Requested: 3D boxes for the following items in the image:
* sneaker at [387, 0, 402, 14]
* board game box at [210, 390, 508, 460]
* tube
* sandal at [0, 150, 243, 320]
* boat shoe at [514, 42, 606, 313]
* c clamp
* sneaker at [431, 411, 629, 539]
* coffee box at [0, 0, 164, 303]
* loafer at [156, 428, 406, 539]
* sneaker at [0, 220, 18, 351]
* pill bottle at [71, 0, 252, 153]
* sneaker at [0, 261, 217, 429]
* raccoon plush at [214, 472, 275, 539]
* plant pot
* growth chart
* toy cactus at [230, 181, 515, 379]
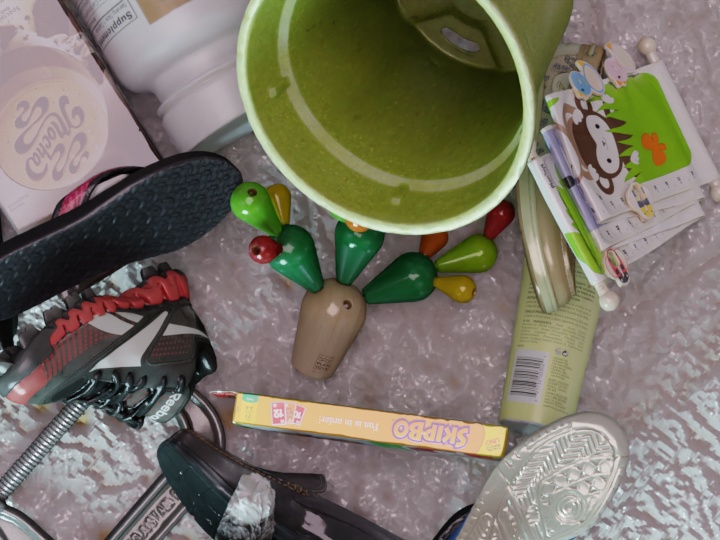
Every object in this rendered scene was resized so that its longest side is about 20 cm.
[{"bbox_3d":[-0.040,-0.208,1.733,0.199,0.074,0.088,19,89,-26],"label":"sneaker"},{"bbox_3d":[-0.001,0.104,1.727,0.199,0.096,0.030,10,85,3],"label":"board game box"},{"bbox_3d":[0.139,0.014,1.757,0.058,0.052,0.201,20,76,-35],"label":"tube"},{"bbox_3d":[-0.172,-0.033,1.676,0.199,0.075,0.045,-25,47,-13],"label":"sandal"},{"bbox_3d":[0.137,-0.068,1.725,0.062,0.073,0.201,-3,67,7],"label":"boat shoe"},{"bbox_3d":[-0.200,0.134,1.766,0.200,0.027,0.171,-43,86,-3],"label":"c clamp"},{"bbox_3d":[0.107,0.166,1.705,0.077,0.111,0.200,36,103,2],"label":"sneaker"},{"bbox_3d":[-0.208,-0.092,1.744,0.113,0.080,0.200,-33,95,-2],"label":"coffee box"},{"bbox_3d":[-0.048,0.168,1.745,0.200,0.073,0.072,39,62,-2],"label":"loafer"},{"bbox_3d":[-0.272,-0.011,1.743,0.060,0.104,0.201,-17,85,1],"label":"sneaker"},{"bbox_3d":[-0.131,-0.183,1.747,0.114,0.114,0.200,-30,85,-1],"label":"pill bottle"},{"bbox_3d":[-0.162,0.061,1.692,0.071,0.200,0.098,-37,82,32],"label":"sneaker"},{"bbox_3d":[-0.050,0.237,1.685,0.134,0.200,0.097,26,53,3],"label":"raccoon plush"},{"bbox_3d":[0.048,-0.152,1.649,0.200,0.184,0.201,12,122,20],"label":"plant pot"},{"bbox_3d":[0.175,-0.073,1.713,0.018,0.200,0.145,-28,96,42],"label":"growth chart"},{"bbox_3d":[0.000,0.000,1.732,0.199,0.102,0.166,6,115,-33],"label":"toy cactus"}]
